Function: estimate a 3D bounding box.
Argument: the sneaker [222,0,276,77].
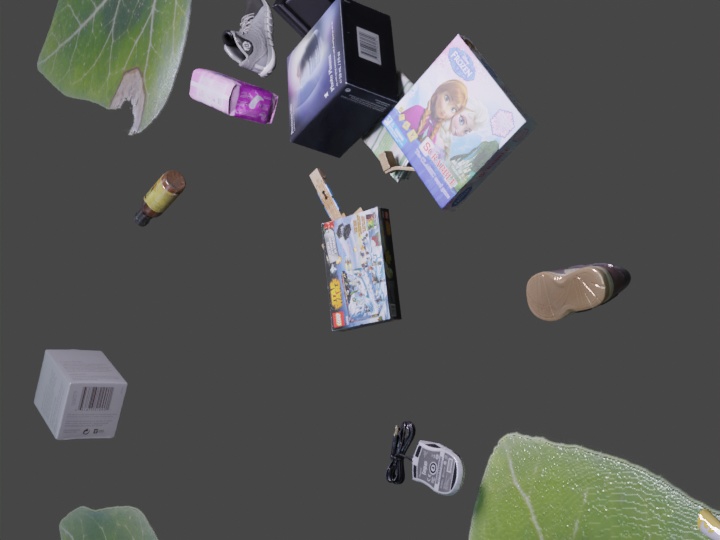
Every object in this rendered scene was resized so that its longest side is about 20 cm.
[{"bbox_3d":[-0.249,-0.522,2.068,0.075,0.114,0.203,-33,60,43],"label":"sneaker"}]

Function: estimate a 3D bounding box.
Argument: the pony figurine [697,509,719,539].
[{"bbox_3d":[0.461,0.366,1.059,0.200,0.165,0.196,164,117,-65],"label":"pony figurine"}]

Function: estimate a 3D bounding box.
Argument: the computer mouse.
[{"bbox_3d":[0.114,0.319,1.562,0.199,0.043,0.111,11,89,57],"label":"computer mouse"}]

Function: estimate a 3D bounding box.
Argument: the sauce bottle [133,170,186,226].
[{"bbox_3d":[-0.506,-0.175,2.377,0.199,0.065,0.067,-37,58,40],"label":"sauce bottle"}]

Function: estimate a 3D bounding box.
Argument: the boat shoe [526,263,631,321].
[{"bbox_3d":[0.305,0.028,1.348,0.200,0.064,0.073,155,107,-67],"label":"boat shoe"}]

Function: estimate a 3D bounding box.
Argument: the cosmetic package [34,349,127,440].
[{"bbox_3d":[-0.741,0.325,2.522,0.199,0.163,0.167,34,111,49],"label":"cosmetic package"}]

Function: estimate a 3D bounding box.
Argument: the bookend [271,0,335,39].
[{"bbox_3d":[-0.041,-0.560,1.765,0.198,0.092,0.202,-19,40,49],"label":"bookend"}]

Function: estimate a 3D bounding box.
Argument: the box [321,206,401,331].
[{"bbox_3d":[0.000,0.000,1.720,0.136,0.040,0.203,-13,78,37],"label":"box"}]

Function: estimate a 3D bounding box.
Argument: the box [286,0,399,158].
[{"bbox_3d":[-0.039,-0.350,1.751,0.198,0.122,0.202,-38,48,47],"label":"box"}]

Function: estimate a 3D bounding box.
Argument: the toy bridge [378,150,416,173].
[{"bbox_3d":[0.120,-0.208,1.613,0.199,0.027,0.068,-26,79,35],"label":"toy bridge"}]

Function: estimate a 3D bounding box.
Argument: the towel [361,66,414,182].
[{"bbox_3d":[0.064,-0.272,1.722,0.150,0.030,0.201,-58,43,25],"label":"towel"}]

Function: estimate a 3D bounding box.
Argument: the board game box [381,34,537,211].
[{"bbox_3d":[0.154,-0.237,1.540,0.200,0.041,0.201,-47,62,26],"label":"board game box"}]

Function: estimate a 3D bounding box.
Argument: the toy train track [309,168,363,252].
[{"bbox_3d":[-0.041,-0.107,1.808,0.115,0.032,0.202,-41,63,28],"label":"toy train track"}]

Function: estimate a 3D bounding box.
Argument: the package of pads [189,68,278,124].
[{"bbox_3d":[-0.280,-0.381,2.084,0.199,0.119,0.077,30,108,49],"label":"package of pads"}]
